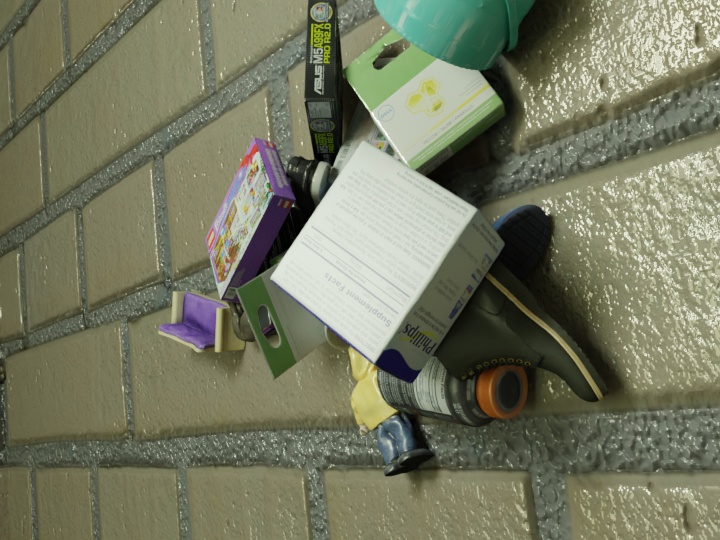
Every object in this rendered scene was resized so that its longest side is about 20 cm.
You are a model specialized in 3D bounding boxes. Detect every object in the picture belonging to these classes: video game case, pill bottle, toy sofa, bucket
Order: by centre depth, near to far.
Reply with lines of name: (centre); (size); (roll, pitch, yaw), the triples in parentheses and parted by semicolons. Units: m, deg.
bucket: (0.121, -0.350, 1.043); (0.209, 0.204, 0.136); (59, 133, 33)
pill bottle: (0.119, 0.141, 1.108); (0.198, 0.105, 0.109); (2, 91, 51)
video game case: (0.048, -0.207, 1.214); (0.180, 0.023, 0.203); (14, 80, 50)
toy sofa: (-0.307, 0.095, 1.654); (0.198, 0.096, 0.085); (13, 100, 52)

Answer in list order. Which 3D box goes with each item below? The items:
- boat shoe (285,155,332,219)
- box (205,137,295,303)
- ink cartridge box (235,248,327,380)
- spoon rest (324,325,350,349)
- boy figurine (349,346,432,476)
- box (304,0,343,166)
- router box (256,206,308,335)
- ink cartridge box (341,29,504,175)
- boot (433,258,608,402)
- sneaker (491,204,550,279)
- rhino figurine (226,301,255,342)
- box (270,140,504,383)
boat shoe: (-0.079, -0.122, 1.320); (0.200, 0.059, 0.075); (85, -156, -81)
box: (-0.166, -0.073, 1.272); (0.202, 0.038, 0.138); (-58, 37, 31)
ink cartridge box: (-0.096, 0.049, 1.276); (0.047, 0.199, 0.148); (-5, 112, 49)
spoon rest: (-0.034, 0.053, 1.236); (0.099, 0.200, 0.061); (-44, 45, 5)
boy figurine: (0.030, 0.195, 1.254); (0.125, 0.063, 0.203); (-49, 53, 40)
box: (-0.051, -0.268, 1.264); (0.201, 0.043, 0.164); (85, -175, -71)
router box: (-0.113, -0.002, 1.369); (0.051, 0.147, 0.204); (-33, 64, 45)
ink cartridge box: (0.074, -0.240, 1.123); (0.144, 0.048, 0.202); (-36, 72, 6)
boot: (0.174, 0.105, 0.995); (0.138, 0.077, 0.200); (-43, 72, 3)
sneaker: (0.152, -0.005, 1.070); (0.201, 0.074, 0.082); (-49, 20, 8)
rhino figurine: (-0.166, 0.071, 1.504); (0.198, 0.059, 0.089); (-21, 87, 48)
box: (0.031, -0.010, 0.993); (0.183, 0.105, 0.202); (35, 90, 33)
